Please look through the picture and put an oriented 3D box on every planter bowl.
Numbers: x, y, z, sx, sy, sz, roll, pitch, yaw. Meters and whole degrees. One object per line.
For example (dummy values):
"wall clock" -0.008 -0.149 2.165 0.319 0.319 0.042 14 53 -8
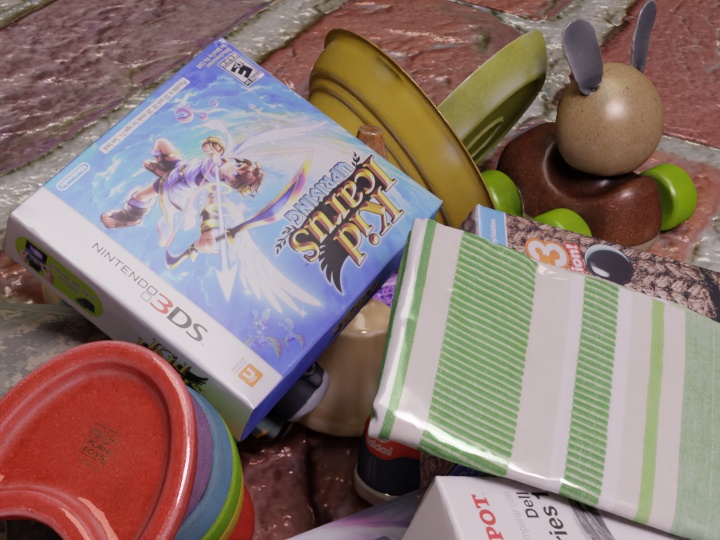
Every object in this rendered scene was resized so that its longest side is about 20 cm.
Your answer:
"planter bowl" 0.006 -0.067 1.085 0.083 0.201 0.200 -38 45 -12

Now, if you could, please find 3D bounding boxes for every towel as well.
"towel" 0.109 0.059 0.834 0.199 0.023 0.153 18 51 -6

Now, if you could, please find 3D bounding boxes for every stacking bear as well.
"stacking bear" -0.114 0.124 0.838 0.121 0.200 0.114 23 73 21

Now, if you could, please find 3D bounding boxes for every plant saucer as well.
"plant saucer" 0.089 -0.115 1.255 0.031 0.200 0.200 46 44 8

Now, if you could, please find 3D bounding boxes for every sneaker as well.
"sneaker" 0.073 0.082 1.009 0.075 0.085 0.200 23 36 29

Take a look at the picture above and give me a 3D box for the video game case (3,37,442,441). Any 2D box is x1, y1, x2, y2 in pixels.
"video game case" -0.078 -0.027 0.907 0.181 0.046 0.200 38 55 7

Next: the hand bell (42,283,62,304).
"hand bell" -0.116 -0.008 1.078 0.199 0.105 0.104 -5 31 4

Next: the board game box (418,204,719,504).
"board game box" 0.142 0.071 0.927 0.199 0.097 0.160 14 50 -17

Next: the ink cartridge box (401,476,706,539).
"ink cartridge box" 0.131 0.187 0.793 0.199 0.085 0.146 4 40 -24

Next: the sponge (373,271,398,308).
"sponge" 0.037 -0.009 1.160 0.199 0.030 0.112 -2 31 -29

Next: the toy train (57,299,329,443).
"toy train" -0.111 0.038 0.976 0.200 0.114 0.085 40 56 -12

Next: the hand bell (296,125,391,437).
"hand bell" 0.000 0.000 1.017 0.104 0.201 0.104 4 26 -2

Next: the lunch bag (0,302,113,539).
"lunch bag" -0.235 0.097 0.921 0.199 0.118 0.164 14 33 25

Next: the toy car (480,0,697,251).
"toy car" 0.187 -0.121 1.238 0.164 0.201 0.158 -23 40 -36

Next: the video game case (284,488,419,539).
"video game case" 0.048 0.180 0.874 0.199 0.019 0.143 -15 35 -39
